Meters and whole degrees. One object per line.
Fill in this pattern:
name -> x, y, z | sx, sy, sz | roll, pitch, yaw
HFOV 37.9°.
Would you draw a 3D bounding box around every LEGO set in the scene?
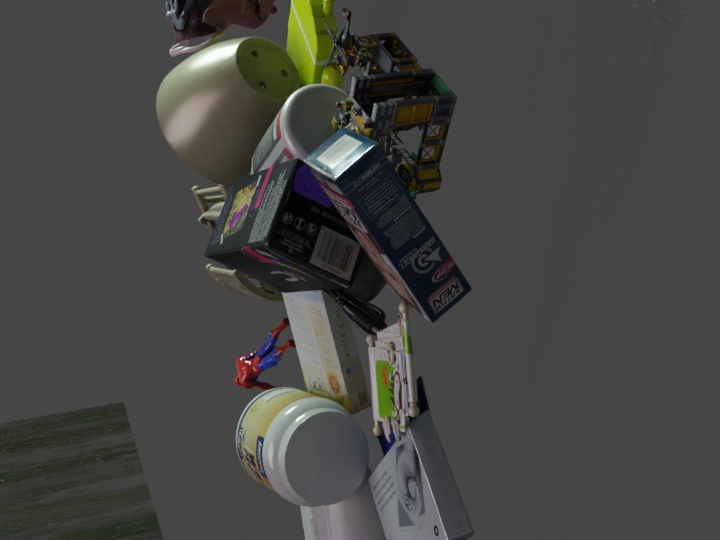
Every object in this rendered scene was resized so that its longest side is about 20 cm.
LEGO set -> 0.009, -0.172, 1.143 | 0.201, 0.114, 0.155 | 61, 149, 32

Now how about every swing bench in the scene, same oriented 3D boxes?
swing bench -> -0.181, -0.047, 1.702 | 0.198, 0.128, 0.203 | -176, 78, -68

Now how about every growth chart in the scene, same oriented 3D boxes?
growth chart -> 0.038, 0.128, 1.247 | 0.200, 0.017, 0.147 | 133, 132, -72

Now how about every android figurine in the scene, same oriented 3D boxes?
android figurine -> -0.063, -0.305, 1.417 | 0.201, 0.040, 0.184 | 104, 152, -51

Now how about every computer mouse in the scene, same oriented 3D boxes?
computer mouse -> 0.000, 0.000, 1.284 | 0.138, 0.053, 0.201 | 42, 142, 7

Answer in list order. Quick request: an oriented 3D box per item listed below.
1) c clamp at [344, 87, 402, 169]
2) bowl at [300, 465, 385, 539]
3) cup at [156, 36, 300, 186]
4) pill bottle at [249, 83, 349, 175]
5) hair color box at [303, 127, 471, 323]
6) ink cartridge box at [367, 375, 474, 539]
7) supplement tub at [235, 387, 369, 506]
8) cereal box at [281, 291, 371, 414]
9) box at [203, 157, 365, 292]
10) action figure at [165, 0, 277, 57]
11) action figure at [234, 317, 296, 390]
c clamp -> 0.005, -0.151, 1.314 | 0.200, 0.027, 0.174 | -171, 74, -68
bowl -> -0.032, 0.380, 1.541 | 0.199, 0.074, 0.203 | 169, 91, -70
cup -> -0.162, -0.238, 1.445 | 0.143, 0.198, 0.203 | -37, 62, 46
pill bottle -> -0.073, -0.141, 1.329 | 0.200, 0.114, 0.118 | 140, 120, -62
hair color box -> 0.029, -0.047, 1.104 | 0.201, 0.060, 0.100 | 54, 173, -27
ink cartridge box -> 0.060, 0.263, 1.295 | 0.200, 0.040, 0.202 | 116, 142, -56
supplement tub -> -0.081, 0.243, 1.449 | 0.199, 0.142, 0.147 | 180, 82, -67
cereal box -> -0.053, 0.089, 1.471 | 0.143, 0.039, 0.203 | 16, 122, 61
box -> -0.083, -0.046, 1.224 | 0.199, 0.121, 0.107 | -6, 61, 63
action figure -> -0.179, -0.383, 1.530 | 0.132, 0.199, 0.151 | 2, 95, 32
action figure -> -0.141, 0.151, 1.777 | 0.200, 0.098, 0.066 | -39, 56, 41
